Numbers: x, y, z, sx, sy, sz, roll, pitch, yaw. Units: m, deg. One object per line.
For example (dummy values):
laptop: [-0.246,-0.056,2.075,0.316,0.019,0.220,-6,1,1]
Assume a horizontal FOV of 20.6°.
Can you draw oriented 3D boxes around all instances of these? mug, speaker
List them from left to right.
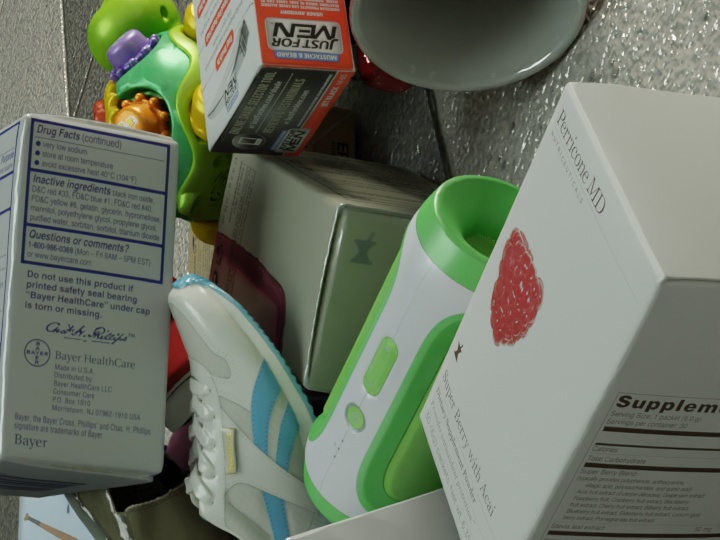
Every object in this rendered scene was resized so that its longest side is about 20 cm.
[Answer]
mug: [0.039,-0.216,1.172,0.177,0.133,0.201,-26,49,29]
speaker: [0.036,0.049,1.030,0.089,0.088,0.201,-105,31,-45]

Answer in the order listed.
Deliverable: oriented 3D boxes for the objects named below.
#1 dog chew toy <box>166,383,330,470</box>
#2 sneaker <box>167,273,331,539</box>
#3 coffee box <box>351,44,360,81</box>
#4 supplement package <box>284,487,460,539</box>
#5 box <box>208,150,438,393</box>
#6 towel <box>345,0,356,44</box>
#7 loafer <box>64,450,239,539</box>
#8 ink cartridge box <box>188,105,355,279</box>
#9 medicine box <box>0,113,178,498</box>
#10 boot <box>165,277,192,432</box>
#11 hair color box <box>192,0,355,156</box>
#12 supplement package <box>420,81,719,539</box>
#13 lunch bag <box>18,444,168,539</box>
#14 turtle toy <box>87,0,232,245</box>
dog chew toy: [-0.054,0.118,1.267,0.200,0.123,0.126,132,142,-63]
sneaker: [-0.066,0.098,1.129,0.201,0.080,0.076,65,169,-8]
coffee box: [-0.005,-0.244,1.366,0.200,0.079,0.115,122,147,-42]
supplement package: [0.017,0.224,0.989,0.152,0.150,0.200,60,141,22]
box: [0.000,0.000,1.199,0.200,0.127,0.110,-145,65,-65]
towel: [-0.037,-0.236,1.290,0.147,0.049,0.202,180,90,-67]
loafer: [-0.119,0.164,1.218,0.200,0.075,0.070,42,147,25]
ink cartridge box: [-0.064,0.000,1.418,0.165,0.074,0.202,138,135,-58]
medicine box: [-0.195,0.027,1.186,0.182,0.102,0.202,-17,67,58]
boot: [-0.138,0.023,1.263,0.072,0.145,0.200,-38,7,-6]
hair color box: [-0.059,-0.183,1.195,0.111,0.063,0.202,131,137,-59]
supplement package: [0.121,0.038,0.843,0.122,0.119,0.201,-109,31,-44]
lunch bag: [-0.141,0.211,1.397,0.123,0.200,0.172,-4,74,28]
turtle toy: [-0.133,-0.117,1.356,0.146,0.100,0.201,97,167,-52]
